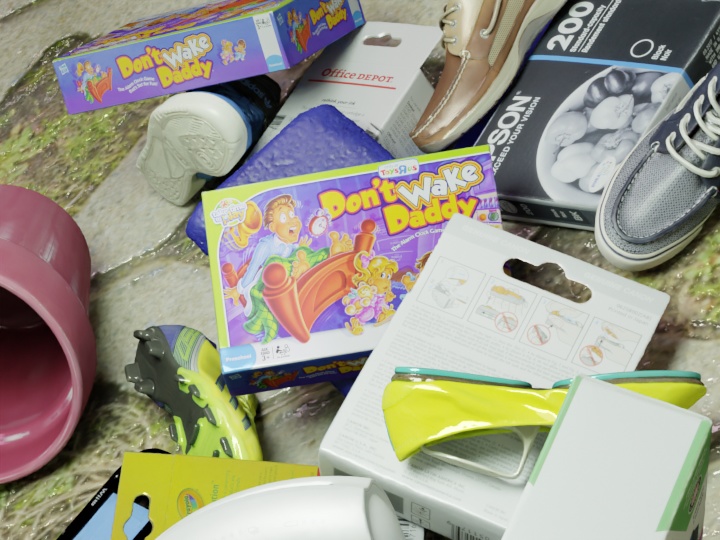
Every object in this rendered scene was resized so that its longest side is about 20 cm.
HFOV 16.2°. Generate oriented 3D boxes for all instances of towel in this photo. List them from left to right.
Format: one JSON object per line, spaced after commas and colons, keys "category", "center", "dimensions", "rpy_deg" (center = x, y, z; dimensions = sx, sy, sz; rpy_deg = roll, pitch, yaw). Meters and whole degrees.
{"category": "towel", "center": [-0.009, -0.009, 1.770], "dimensions": [0.148, 0.050, 0.200], "rpy_deg": [-41, 69, -12]}

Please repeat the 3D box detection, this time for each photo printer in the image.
{"category": "photo printer", "center": [-0.033, 0.224, 1.491], "dimensions": [0.166, 0.201, 0.069], "rpy_deg": [-17, 7, 18]}

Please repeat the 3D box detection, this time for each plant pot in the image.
{"category": "plant pot", "center": [-0.285, 0.032, 1.902], "dimensions": [0.199, 0.200, 0.179], "rpy_deg": [-20, 26, 21]}

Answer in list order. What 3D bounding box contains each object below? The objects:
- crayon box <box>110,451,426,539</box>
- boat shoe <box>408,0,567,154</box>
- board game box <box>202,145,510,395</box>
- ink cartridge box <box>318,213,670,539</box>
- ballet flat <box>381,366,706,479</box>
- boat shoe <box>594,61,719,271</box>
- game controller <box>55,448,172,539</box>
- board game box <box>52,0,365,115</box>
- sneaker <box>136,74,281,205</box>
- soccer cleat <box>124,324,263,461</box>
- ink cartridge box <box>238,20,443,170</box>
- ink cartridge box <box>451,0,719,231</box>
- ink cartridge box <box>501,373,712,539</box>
{"category": "crayon box", "center": [-0.059, 0.182, 1.598], "dimensions": [0.199, 0.051, 0.127], "rpy_deg": [6, 46, 0]}
{"category": "boat shoe", "center": [0.089, -0.176, 1.865], "dimensions": [0.200, 0.072, 0.076], "rpy_deg": [-56, 10, -14]}
{"category": "board game box", "center": [0.000, 0.000, 1.705], "dimensions": [0.199, 0.045, 0.135], "rpy_deg": [-10, 66, 2]}
{"category": "ink cartridge box", "center": [0.088, 0.078, 1.616], "dimensions": [0.162, 0.057, 0.200], "rpy_deg": [22, 57, 16]}
{"category": "ballet flat", "center": [0.112, 0.095, 1.549], "dimensions": [0.199, 0.067, 0.067], "rpy_deg": [1, 79, 6]}
{"category": "boat shoe", "center": [0.229, -0.092, 1.682], "dimensions": [0.075, 0.093, 0.200], "rpy_deg": [36, 73, 12]}
{"category": "game controller", "center": [-0.188, 0.207, 1.753], "dimensions": [0.200, 0.042, 0.104], "rpy_deg": [-49, 40, -16]}
{"category": "board game box", "center": [-0.115, -0.174, 1.924], "dimensions": [0.199, 0.045, 0.134], "rpy_deg": [-10, 15, 29]}
{"category": "sneaker", "center": [-0.105, -0.123, 1.950], "dimensions": [0.111, 0.077, 0.200], "rpy_deg": [-49, 1, -20]}
{"category": "soccer cleat", "center": [-0.099, 0.095, 1.771], "dimensions": [0.200, 0.083, 0.065], "rpy_deg": [48, 126, 54]}
{"category": "ink cartridge box", "center": [-0.009, -0.092, 1.900], "dimensions": [0.116, 0.068, 0.200], "rpy_deg": [10, 58, 43]}
{"category": "ink cartridge box", "center": [0.150, -0.119, 1.827], "dimensions": [0.199, 0.043, 0.199], "rpy_deg": [8, 56, 44]}
{"category": "ink cartridge box", "center": [0.132, 0.178, 1.402], "dimensions": [0.087, 0.200, 0.146], "rpy_deg": [18, 58, 15]}
